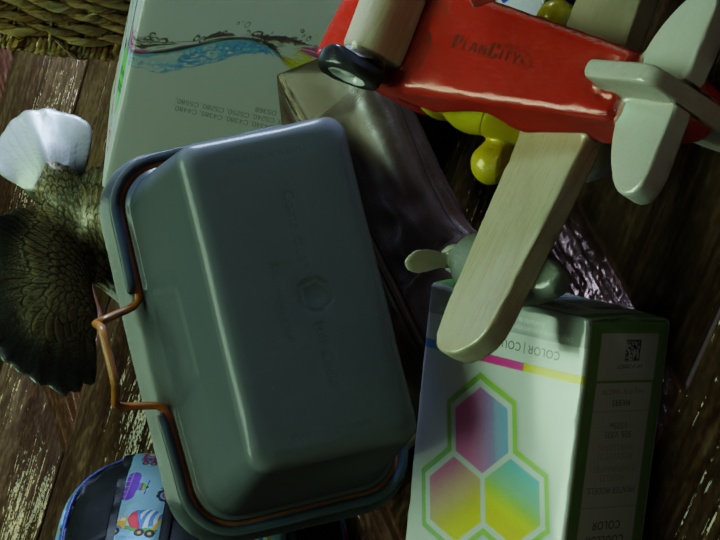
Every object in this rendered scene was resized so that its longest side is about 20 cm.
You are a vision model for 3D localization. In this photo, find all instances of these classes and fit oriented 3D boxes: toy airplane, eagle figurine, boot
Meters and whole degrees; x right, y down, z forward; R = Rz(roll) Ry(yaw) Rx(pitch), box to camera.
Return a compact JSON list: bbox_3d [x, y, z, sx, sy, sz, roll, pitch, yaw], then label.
[{"bbox_3d":[0.095,-0.079,1.356,0.200,0.141,0.199,-29,60,13],"label":"toy airplane"},{"bbox_3d":[-0.175,-0.011,1.968,0.200,0.151,0.152,-131,58,-73],"label":"eagle figurine"},{"bbox_3d":[0.000,0.000,1.543,0.186,0.064,0.200,-48,67,37],"label":"boot"}]

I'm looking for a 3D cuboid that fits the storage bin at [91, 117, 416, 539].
[{"bbox_3d":[-0.050,0.021,1.421,0.134,0.145,0.200,135,122,-75],"label":"storage bin"}]

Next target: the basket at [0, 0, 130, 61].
[{"bbox_3d":[-0.172,-0.163,1.878,0.149,0.200,0.143,-66,32,34],"label":"basket"}]

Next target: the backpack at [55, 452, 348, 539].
[{"bbox_3d":[-0.092,0.203,1.681,0.135,0.182,0.200,93,178,-46],"label":"backpack"}]

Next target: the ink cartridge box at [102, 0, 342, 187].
[{"bbox_3d":[-0.049,-0.146,1.617,0.147,0.146,0.200,-95,17,-64],"label":"ink cartridge box"}]

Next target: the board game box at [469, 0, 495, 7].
[{"bbox_3d":[0.095,-0.227,1.334,0.040,0.153,0.200,62,-169,-55],"label":"board game box"}]

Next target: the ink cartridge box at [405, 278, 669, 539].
[{"bbox_3d":[0.078,0.110,1.401,0.104,0.059,0.200,14,101,47],"label":"ink cartridge box"}]

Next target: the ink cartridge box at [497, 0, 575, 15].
[{"bbox_3d":[0.080,-0.185,1.498,0.099,0.039,0.200,151,121,-62],"label":"ink cartridge box"}]
